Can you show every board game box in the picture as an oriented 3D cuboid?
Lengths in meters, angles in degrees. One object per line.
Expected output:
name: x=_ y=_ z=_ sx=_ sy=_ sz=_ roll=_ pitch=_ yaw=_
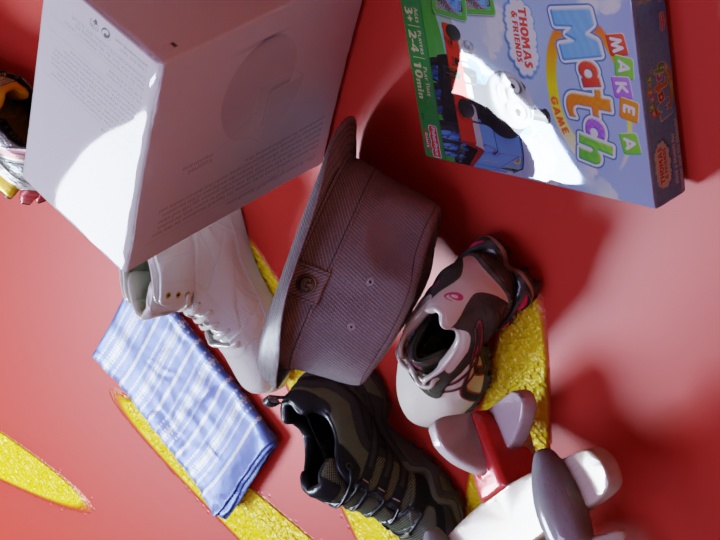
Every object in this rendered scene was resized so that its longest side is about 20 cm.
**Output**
board game box: x=0.112 y=-0.130 z=1.358 sx=0.200 sy=0.037 sz=0.151 roll=15 pitch=125 yaw=43

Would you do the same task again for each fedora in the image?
fedora: x=0.000 y=0.000 z=1.496 sx=0.090 sy=0.177 sz=0.200 roll=21 pitch=91 yaw=6

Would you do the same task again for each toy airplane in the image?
toy airplane: x=0.106 y=0.188 z=1.488 sx=0.199 sy=0.141 sz=0.200 roll=23 pitch=131 yaw=40

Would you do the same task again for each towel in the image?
towel: x=-0.156 y=0.111 z=1.860 sx=0.200 sy=0.024 sz=0.145 roll=50 pitch=142 yaw=13

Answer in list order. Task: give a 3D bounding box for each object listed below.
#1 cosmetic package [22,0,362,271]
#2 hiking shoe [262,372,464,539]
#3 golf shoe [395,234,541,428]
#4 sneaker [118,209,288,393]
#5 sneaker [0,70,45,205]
cosmetic package: x=-0.117 y=-0.139 z=1.486 sx=0.123 sy=0.199 sz=0.200 roll=40 pitch=140 yaw=23
hiking shoe: x=0.002 y=0.166 z=1.643 sx=0.200 sy=0.101 sz=0.076 roll=56 pitch=145 yaw=5
golf shoe: x=0.053 y=0.055 z=1.518 sx=0.077 sy=0.088 sz=0.200 roll=44 pitch=143 yaw=18
sneaker: x=-0.134 y=0.027 z=1.697 sx=0.074 sy=0.116 sz=0.200 roll=1 pitch=116 yaw=48
sneaker: x=-0.324 y=-0.153 z=1.839 sx=0.200 sy=0.078 sz=0.082 roll=43 pitch=138 yaw=6
